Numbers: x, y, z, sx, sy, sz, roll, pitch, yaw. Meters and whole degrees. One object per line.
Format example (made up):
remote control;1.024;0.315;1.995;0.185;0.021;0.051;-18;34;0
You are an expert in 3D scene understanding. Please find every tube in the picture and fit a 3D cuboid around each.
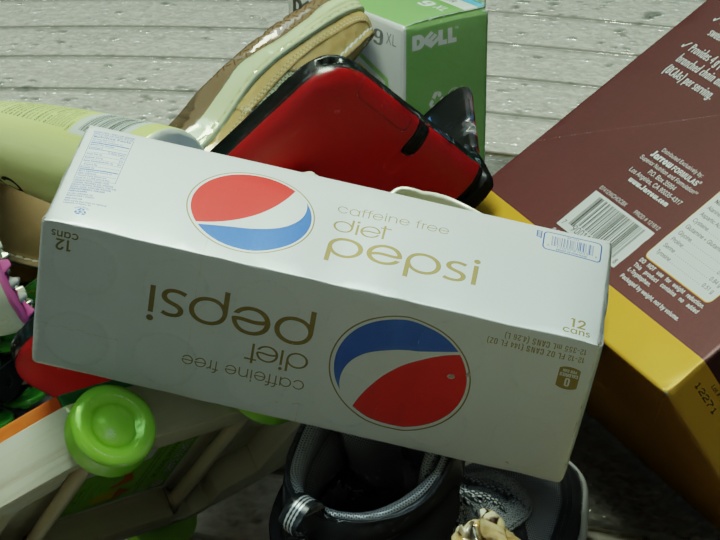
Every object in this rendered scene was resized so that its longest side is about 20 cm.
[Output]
tube;-0.150;-0.056;1.064;0.199;0.058;0.052;17;57;44

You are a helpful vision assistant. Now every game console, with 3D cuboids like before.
game console;-0.049;-0.023;1.024;0.172;0.200;0.119;34;20;-44

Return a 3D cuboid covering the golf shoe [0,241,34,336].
golf shoe;-0.234;-0.011;1.083;0.091;0.076;0.200;-37;38;-14

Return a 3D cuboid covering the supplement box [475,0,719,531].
supplement box;0.184;-0.009;0.976;0.200;0.133;0.197;-39;33;-5

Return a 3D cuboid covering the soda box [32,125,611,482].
soda box;-0.013;0.011;0.816;0.199;0.068;0.064;13;37;3

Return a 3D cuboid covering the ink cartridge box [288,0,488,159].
ink cartridge box;0.014;-0.101;1.201;0.059;0.201;0.104;-16;28;-33

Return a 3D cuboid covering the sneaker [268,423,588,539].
sneaker;0.031;0.091;0.880;0.075;0.115;0.200;23;34;30

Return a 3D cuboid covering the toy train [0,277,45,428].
toy train;-0.181;0.050;1.076;0.056;0.042;0.200;1;23;28

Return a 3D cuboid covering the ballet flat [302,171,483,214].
ballet flat;0.000;0.000;0.914;0.199;0.076;0.068;11;-18;13

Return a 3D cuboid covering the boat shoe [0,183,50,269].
boat shoe;-0.114;-0.025;1.165;0.198;0.075;0.066;3;14;-9

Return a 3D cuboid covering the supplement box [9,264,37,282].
supplement box;-0.226;-0.030;1.217;0.198;0.067;0.069;-5;25;-11

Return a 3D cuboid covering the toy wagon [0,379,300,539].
toy wagon;-0.070;0.073;0.901;0.199;0.155;0.040;-16;71;-31

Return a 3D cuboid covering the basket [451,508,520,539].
basket;0.066;0.202;0.707;0.143;0.149;0.200;-41;35;-6

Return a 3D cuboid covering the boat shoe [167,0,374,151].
boat shoe;-0.056;-0.053;1.119;0.076;0.072;0.200;43;74;9
